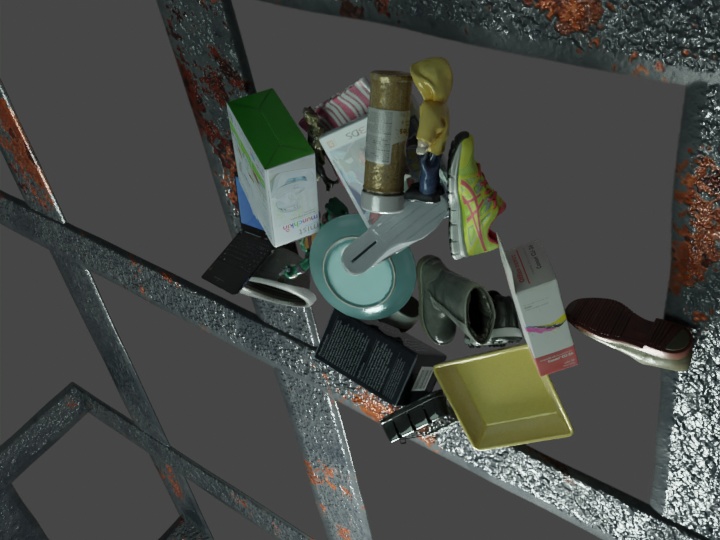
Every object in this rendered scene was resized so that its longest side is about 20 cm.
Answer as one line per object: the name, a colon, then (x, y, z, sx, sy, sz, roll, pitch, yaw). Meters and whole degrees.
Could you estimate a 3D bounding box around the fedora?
fedora: (-0.177, 0.006, 1.806, 0.195, 0.092, 0.177, 14, 165, -4)

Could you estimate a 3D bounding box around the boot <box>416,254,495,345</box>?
boot: (0.163, 0.075, 1.471, 0.199, 0.072, 0.185, 33, 146, 58)

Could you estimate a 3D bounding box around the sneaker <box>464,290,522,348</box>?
sneaker: (0.221, 0.082, 1.492, 0.200, 0.065, 0.093, 138, 132, -78)

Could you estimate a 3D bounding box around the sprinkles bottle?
sprinkles bottle: (0.039, -0.190, 1.318, 0.067, 0.068, 0.205, 16, 110, 38)

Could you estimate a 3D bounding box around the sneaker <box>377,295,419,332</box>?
sneaker: (0.019, 0.049, 1.678, 0.199, 0.073, 0.085, 38, 144, 11)

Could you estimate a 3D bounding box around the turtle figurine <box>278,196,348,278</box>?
turtle figurine: (-0.091, -0.064, 1.669, 0.199, 0.099, 0.154, -20, 70, 61)

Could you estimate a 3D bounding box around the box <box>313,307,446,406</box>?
box: (0.038, 0.163, 1.685, 0.198, 0.109, 0.148, 28, -173, 28)

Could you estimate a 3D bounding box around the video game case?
video game case: (0.052, -0.156, 1.410, 0.179, 0.023, 0.202, -17, 114, 32)

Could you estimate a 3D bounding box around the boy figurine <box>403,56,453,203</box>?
boy figurine: (0.098, -0.201, 1.279, 0.063, 0.125, 0.205, 5, 114, 13)

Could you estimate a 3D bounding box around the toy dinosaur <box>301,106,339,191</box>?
toy dinosaur: (-0.064, -0.189, 1.497, 0.088, 0.047, 0.202, 44, 151, 26)

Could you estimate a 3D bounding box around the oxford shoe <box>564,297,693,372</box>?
oxford shoe: (0.390, 0.101, 1.308, 0.198, 0.071, 0.076, 24, 151, 39)

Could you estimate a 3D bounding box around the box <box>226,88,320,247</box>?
box: (-0.152, -0.177, 1.540, 0.179, 0.095, 0.201, 87, 158, -46)

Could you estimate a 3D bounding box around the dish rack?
dish rack: (0.146, 0.274, 1.680, 0.152, 0.198, 0.056, -32, 68, 32)

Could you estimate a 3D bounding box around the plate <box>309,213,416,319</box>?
plate: (0.000, 0.000, 1.544, 0.195, 0.026, 0.205, 8, 118, 16)

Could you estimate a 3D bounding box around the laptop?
laptop: (-0.243, -0.075, 1.727, 0.103, 0.201, 0.176, 47, 165, -29)

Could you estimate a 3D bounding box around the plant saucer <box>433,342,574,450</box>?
plant saucer: (0.254, 0.214, 1.561, 0.197, 0.049, 0.203, -16, 114, 30)

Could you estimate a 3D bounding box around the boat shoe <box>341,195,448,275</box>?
boat shoe: (0.053, -0.066, 1.414, 0.198, 0.071, 0.073, -32, 92, 16)

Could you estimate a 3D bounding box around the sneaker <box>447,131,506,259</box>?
sneaker: (0.174, -0.114, 1.338, 0.088, 0.079, 0.204, -1, 122, 9)

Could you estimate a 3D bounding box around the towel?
towel: (-0.011, -0.221, 1.464, 0.148, 0.030, 0.199, 54, 147, -12)

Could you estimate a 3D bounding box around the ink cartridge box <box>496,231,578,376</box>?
ink cartridge box: (0.264, 0.040, 1.336, 0.066, 0.117, 0.203, -18, 121, 7)
